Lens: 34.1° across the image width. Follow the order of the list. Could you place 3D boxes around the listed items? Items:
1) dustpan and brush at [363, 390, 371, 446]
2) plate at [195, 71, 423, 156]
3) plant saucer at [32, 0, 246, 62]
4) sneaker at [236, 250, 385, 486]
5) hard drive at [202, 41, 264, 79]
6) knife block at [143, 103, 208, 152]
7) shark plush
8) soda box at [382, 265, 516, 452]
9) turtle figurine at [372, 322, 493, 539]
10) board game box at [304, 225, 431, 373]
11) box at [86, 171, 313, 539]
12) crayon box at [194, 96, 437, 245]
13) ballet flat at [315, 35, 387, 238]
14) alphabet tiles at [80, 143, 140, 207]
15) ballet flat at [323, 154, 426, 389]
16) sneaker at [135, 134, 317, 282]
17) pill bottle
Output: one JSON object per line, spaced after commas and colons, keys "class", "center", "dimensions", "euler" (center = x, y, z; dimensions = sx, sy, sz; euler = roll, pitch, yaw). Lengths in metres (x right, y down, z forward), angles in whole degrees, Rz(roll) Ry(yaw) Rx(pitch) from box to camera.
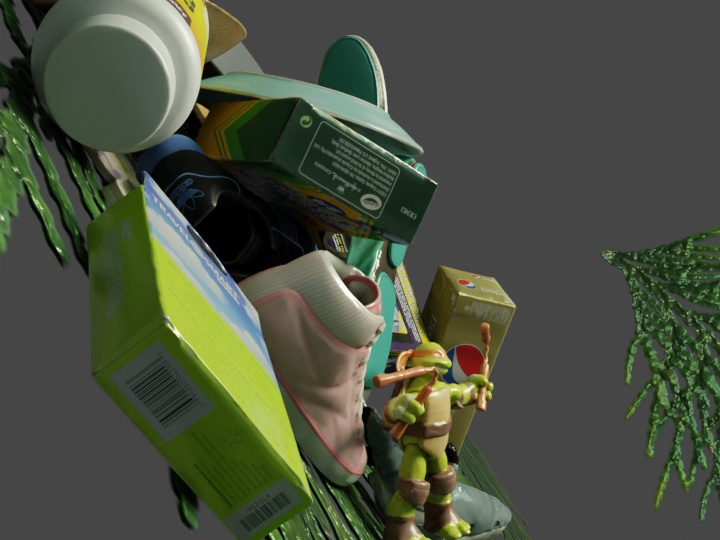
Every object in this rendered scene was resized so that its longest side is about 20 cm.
{"class": "dustpan and brush", "center": [-0.029, 0.062, 1.082], "dimensions": [0.200, 0.057, 0.140], "euler": [49, 10, -23]}
{"class": "plate", "center": [-0.044, -0.127, 0.927], "dimensions": [0.197, 0.026, 0.200], "euler": [14, -1, 0]}
{"class": "plant saucer", "center": [-0.193, -0.210, 0.967], "dimensions": [0.197, 0.036, 0.200], "euler": [17, -3, 1]}
{"class": "sneaker", "center": [-0.015, 0.068, 0.827], "dimensions": [0.201, 0.104, 0.076], "euler": [60, -1, -38]}
{"class": "hard drive", "center": [-0.167, -0.191, 1.163], "dimensions": [0.200, 0.133, 0.043], "euler": [52, 43, -60]}
{"class": "knife block", "center": [-0.170, -0.139, 1.037], "dimensions": [0.176, 0.064, 0.200], "euler": [55, 4, -29]}
{"class": "shark plush", "center": [0.050, 0.171, 0.976], "dimensions": [0.201, 0.083, 0.091], "euler": [54, 3, -24]}
{"class": "soda box", "center": [0.079, 0.102, 1.135], "dimensions": [0.063, 0.202, 0.068], "euler": [13, 20, -20]}
{"class": "turtle figurine", "center": [0.045, 0.124, 0.882], "dimensions": [0.199, 0.064, 0.164], "euler": [-8, 101, -64]}
{"class": "board game box", "center": [-0.018, -0.010, 1.048], "dimensions": [0.165, 0.056, 0.202], "euler": [14, 54, -63]}
{"class": "box", "center": [-0.088, 0.036, 0.605], "dimensions": [0.122, 0.047, 0.200], "euler": [55, 3, -26]}
{"class": "crayon box", "center": [-0.046, -0.075, 0.876], "dimensions": [0.125, 0.052, 0.199], "euler": [29, -7, -27]}
{"class": "ballet flat", "center": [0.003, -0.108, 1.052], "dimensions": [0.069, 0.068, 0.203], "euler": [46, 32, -71]}
{"class": "alphabet tiles", "center": [-0.134, -0.024, 0.851], "dimensions": [0.197, 0.015, 0.200], "euler": [56, 3, -4]}
{"class": "ballet flat", "center": [0.000, 0.000, 0.937], "dimensions": [0.067, 0.069, 0.203], "euler": [54, 46, -59]}
{"class": "sneaker", "center": [-0.081, -0.019, 0.840], "dimensions": [0.078, 0.070, 0.200], "euler": [51, 9, 38]}
{"class": "pill bottle", "center": [-0.159, -0.148, 0.793], "dimensions": [0.110, 0.109, 0.201], "euler": [53, 10, -22]}
